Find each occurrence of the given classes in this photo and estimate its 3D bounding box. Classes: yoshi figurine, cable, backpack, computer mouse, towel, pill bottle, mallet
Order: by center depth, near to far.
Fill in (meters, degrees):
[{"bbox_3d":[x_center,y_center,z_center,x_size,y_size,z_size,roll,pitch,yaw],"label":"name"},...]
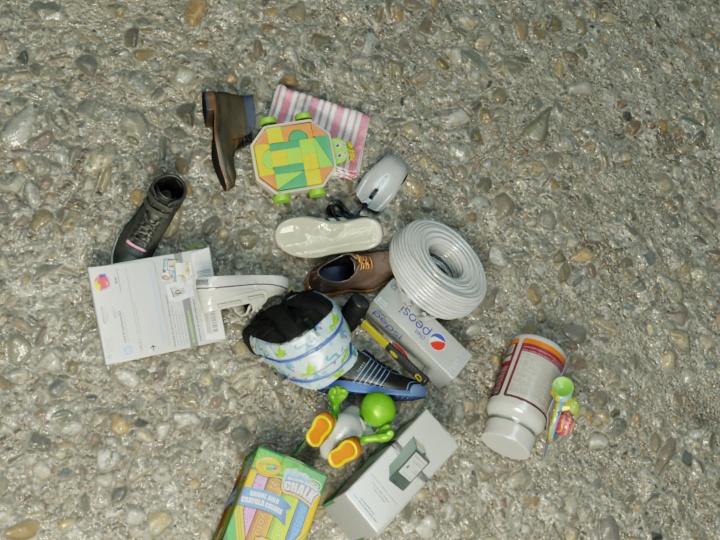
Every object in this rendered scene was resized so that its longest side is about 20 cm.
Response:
[{"bbox_3d":[-0.002,0.239,1.343,0.110,0.199,0.115,-2,92,19],"label":"yoshi figurine"},{"bbox_3d":[-0.088,0.108,1.359,0.161,0.200,0.156,-30,92,-20],"label":"backpack"},{"bbox_3d":[0.045,0.117,1.448,0.199,0.067,0.041,36,27,20],"label":"mallet"},{"bbox_3d":[0.289,0.224,1.497,0.108,0.110,0.202,29,64,-5],"label":"pill bottle"},{"bbox_3d":[0.139,-0.005,1.521,0.197,0.069,0.202,3,52,-41],"label":"cable"},{"bbox_3d":[0.029,-0.154,1.593,0.109,0.044,0.201,36,63,-1],"label":"computer mouse"},{"bbox_3d":[-0.084,-0.267,1.607,0.196,0.030,0.149,17,64,-12],"label":"towel"}]

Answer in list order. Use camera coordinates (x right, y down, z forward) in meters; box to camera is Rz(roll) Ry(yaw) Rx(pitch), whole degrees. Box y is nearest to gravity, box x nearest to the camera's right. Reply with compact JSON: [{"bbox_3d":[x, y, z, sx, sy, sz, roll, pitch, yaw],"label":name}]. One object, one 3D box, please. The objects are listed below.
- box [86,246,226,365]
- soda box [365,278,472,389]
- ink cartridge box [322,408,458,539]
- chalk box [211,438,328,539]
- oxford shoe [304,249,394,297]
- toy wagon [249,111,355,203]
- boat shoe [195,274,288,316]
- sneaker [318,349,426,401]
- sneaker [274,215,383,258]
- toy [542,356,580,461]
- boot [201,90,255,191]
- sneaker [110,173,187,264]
[{"bbox_3d":[-0.331,0.057,1.370,0.196,0.041,0.159,-11,88,-23],"label":"box"},{"bbox_3d":[0.100,0.114,1.498,0.200,0.068,0.063,45,60,1],"label":"soda box"},{"bbox_3d":[0.048,0.331,1.353,0.084,0.146,0.199,47,62,5],"label":"ink cartridge box"},{"bbox_3d":[-0.134,0.352,1.295,0.122,0.125,0.203,24,62,-8],"label":"chalk box"},{"bbox_3d":[0.000,0.000,1.506,0.197,0.073,0.072,-18,75,-24],"label":"oxford shoe"},{"bbox_3d":[-0.103,-0.213,1.547,0.196,0.040,0.159,-10,85,-13],"label":"toy wagon"},{"bbox_3d":[-0.191,0.042,1.397,0.199,0.071,0.067,1,84,-59],"label":"boat shoe"},{"bbox_3d":[0.022,0.178,1.446,0.196,0.070,0.080,9,71,-15],"label":"sneaker"},{"bbox_3d":[-0.053,-0.062,1.515,0.196,0.084,0.077,1,95,10],"label":"sneaker"},{"bbox_3d":[0.354,0.249,1.462,0.046,0.201,0.116,16,60,23],"label":"toy"},{"bbox_3d":[-0.225,-0.241,1.523,0.095,0.075,0.204,-8,70,-18],"label":"boot"},{"bbox_3d":[-0.355,-0.081,1.402,0.070,0.099,0.202,30,64,-7],"label":"sneaker"}]
